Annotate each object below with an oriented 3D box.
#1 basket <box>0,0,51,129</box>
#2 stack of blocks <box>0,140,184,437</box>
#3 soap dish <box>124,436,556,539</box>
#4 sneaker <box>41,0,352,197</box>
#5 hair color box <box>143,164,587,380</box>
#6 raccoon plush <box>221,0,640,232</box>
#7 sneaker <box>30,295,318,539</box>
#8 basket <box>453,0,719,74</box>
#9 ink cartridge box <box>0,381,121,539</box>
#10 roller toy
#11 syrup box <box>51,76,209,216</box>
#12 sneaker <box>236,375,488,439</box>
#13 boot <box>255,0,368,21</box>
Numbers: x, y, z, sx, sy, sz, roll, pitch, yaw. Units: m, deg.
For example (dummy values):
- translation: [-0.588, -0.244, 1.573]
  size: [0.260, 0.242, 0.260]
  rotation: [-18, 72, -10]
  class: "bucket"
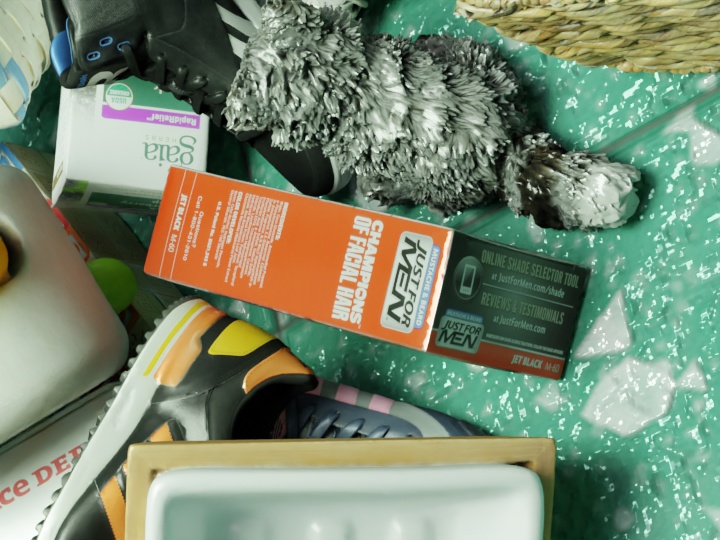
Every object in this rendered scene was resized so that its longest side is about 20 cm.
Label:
- translation: [-0.250, -0.174, 1.392]
  size: [0.139, 0.177, 0.200]
  rotation: [-18, 36, 24]
  class: "basket"
- translation: [-0.170, 0.032, 1.391]
  size: [0.115, 0.058, 0.200]
  rotation: [-55, 51, 17]
  class: "stack of blocks"
- translation: [-0.013, 0.150, 1.130]
  size: [0.081, 0.199, 0.158]
  rotation: [-129, 40, -72]
  class: "soap dish"
- translation: [-0.099, -0.104, 1.280]
  size: [0.200, 0.112, 0.073]
  rotation: [56, 156, -2]
  class: "sneaker"
- translation: [0.000, 0.000, 1.217]
  size: [0.200, 0.111, 0.064]
  rotation: [13, 89, 43]
  class: "hair color box"
- translation: [0.030, -0.084, 1.193]
  size: [0.200, 0.134, 0.097]
  rotation: [8, 84, 42]
  class: "raccoon plush"
- translation: [-0.093, 0.115, 1.175]
  size: [0.090, 0.070, 0.201]
  rotation: [23, 80, 19]
  class: "sneaker"
- translation: [0.161, -0.176, 1.095]
  size: [0.200, 0.142, 0.150]
  rotation: [-1, 78, 44]
  class: "basket"
- translation: [-0.126, 0.180, 1.249]
  size: [0.144, 0.084, 0.200]
  rotation: [-30, 71, 6]
  class: "ink cartridge box"
- translation: [-0.227, 0.034, 1.249]
  size: [0.182, 0.200, 0.140]
  rotation: [-31, 91, 16]
  class: "roller toy"
- translation: [-0.125, -0.134, 1.359]
  size: [0.081, 0.078, 0.201]
  rotation: [141, 134, -73]
  class: "syrup box"
- translation: [-0.019, 0.090, 1.231]
  size: [0.200, 0.082, 0.070]
  rotation: [12, 87, 41]
  class: "sneaker"
- translation: [0.000, -0.160, 1.293]
  size: [0.200, 0.073, 0.096]
  rotation: [19, 101, 47]
  class: "boot"
